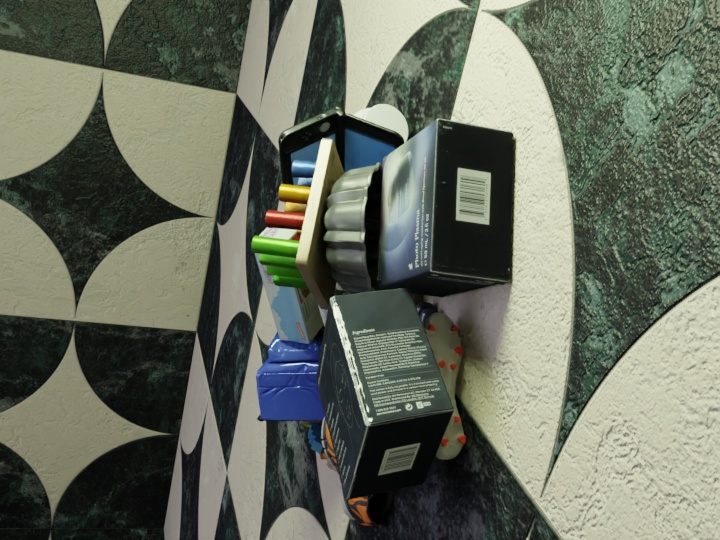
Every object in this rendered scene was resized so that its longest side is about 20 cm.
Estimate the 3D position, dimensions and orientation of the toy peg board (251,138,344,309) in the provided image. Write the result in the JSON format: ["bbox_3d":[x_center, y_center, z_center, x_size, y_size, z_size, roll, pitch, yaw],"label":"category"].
[{"bbox_3d":[-0.089,-0.070,1.262,0.200,0.096,0.202,70,-151,-68],"label":"toy peg board"}]

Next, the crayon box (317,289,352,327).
[{"bbox_3d":[0.004,0.138,1.348,0.125,0.051,0.203,6,115,56],"label":"crayon box"}]

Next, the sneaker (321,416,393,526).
[{"bbox_3d":[0.003,0.325,1.351,0.112,0.077,0.203,-7,103,62],"label":"sneaker"}]

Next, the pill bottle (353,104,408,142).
[{"bbox_3d":[0.009,-0.221,1.468,0.200,0.111,0.115,152,123,-66],"label":"pill bottle"}]

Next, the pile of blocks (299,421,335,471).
[{"bbox_3d":[-0.082,0.323,1.601,0.201,0.081,0.063,-113,36,-54],"label":"pile of blocks"}]

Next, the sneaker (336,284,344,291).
[{"bbox_3d":[0.000,0.000,1.390,0.073,0.083,0.202,-111,36,-54],"label":"sneaker"}]

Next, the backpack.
[{"bbox_3d":[-0.099,0.179,1.543,0.200,0.160,0.171,-60,-28,-76],"label":"backpack"}]

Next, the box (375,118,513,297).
[{"bbox_3d":[0.110,-0.076,1.128,0.198,0.121,0.204,157,118,-69],"label":"box"}]

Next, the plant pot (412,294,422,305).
[{"bbox_3d":[0.060,0.049,1.368,0.200,0.027,0.204,-173,90,-70],"label":"plant pot"}]

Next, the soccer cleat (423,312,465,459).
[{"bbox_3d":[0.106,0.162,1.147,0.078,0.068,0.204,137,133,-65],"label":"soccer cleat"}]

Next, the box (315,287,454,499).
[{"bbox_3d":[0.023,0.167,1.110,0.202,0.122,0.198,102,155,-48],"label":"box"}]

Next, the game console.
[{"bbox_3d":[-0.033,-0.160,1.362,0.117,0.174,0.201,54,160,27],"label":"game console"}]

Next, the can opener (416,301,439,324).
[{"bbox_3d":[0.073,0.147,1.254,0.053,0.065,0.203,-130,54,-65],"label":"can opener"}]

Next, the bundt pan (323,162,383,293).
[{"bbox_3d":[-0.001,-0.058,1.230,0.202,0.074,0.206,1,-90,-73],"label":"bundt pan"}]

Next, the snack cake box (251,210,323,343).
[{"bbox_3d":[-0.112,0.012,1.428,0.115,0.066,0.203,-51,-43,-47],"label":"snack cake box"}]
